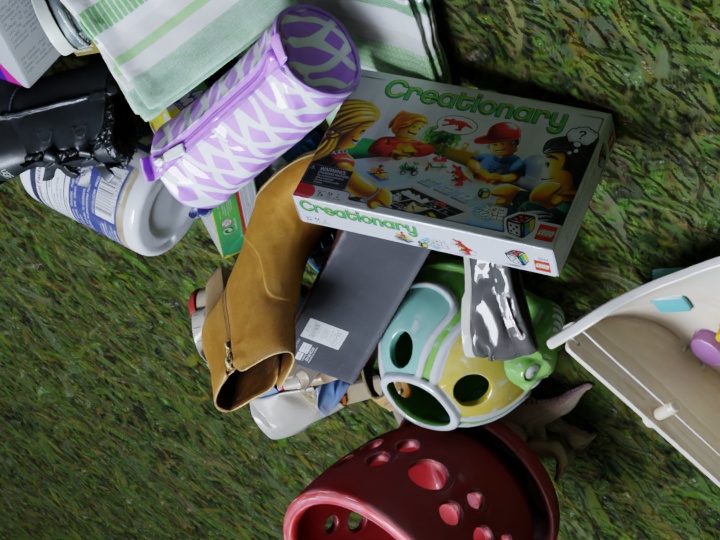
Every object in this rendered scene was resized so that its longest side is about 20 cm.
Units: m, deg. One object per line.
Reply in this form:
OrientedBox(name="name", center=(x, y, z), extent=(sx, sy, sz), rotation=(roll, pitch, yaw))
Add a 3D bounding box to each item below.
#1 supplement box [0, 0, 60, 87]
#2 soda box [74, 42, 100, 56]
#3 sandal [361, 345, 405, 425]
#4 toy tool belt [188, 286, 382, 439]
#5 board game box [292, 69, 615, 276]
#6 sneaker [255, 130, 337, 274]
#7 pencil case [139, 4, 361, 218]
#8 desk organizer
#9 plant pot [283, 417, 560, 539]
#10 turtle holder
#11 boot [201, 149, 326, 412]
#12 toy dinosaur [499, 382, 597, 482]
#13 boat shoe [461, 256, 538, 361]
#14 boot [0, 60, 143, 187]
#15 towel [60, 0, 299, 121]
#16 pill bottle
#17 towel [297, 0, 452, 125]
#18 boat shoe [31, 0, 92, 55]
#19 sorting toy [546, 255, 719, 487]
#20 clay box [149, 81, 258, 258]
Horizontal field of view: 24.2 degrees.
OrientedBox(name="supplement box", center=(-0.327, -0.272, 1.457), extent=(0.101, 0.103, 0.200), rotation=(20, 150, 32))
OrientedBox(name="soda box", center=(-0.186, -0.229, 1.383), extent=(0.200, 0.064, 0.068), rotation=(1, 135, 51))
OrientedBox(name="sandal", center=(0.029, 0.096, 1.608), extent=(0.080, 0.054, 0.200), rotation=(49, 161, 37))
OrientedBox(name="toy tool belt", center=(-0.070, 0.074, 1.685), extent=(0.122, 0.125, 0.200), rotation=(-19, 128, 24))
OrientedBox(name="board game box", center=(0.067, -0.073, 1.196), extent=(0.199, 0.127, 0.035), rotation=(13, 147, 22))
OrientedBox(name="sneaker", center=(-0.058, -0.076, 1.471), extent=(0.087, 0.075, 0.201), rotation=(12, 135, 54))
OrientedBox(name="pencil case", center=(-0.085, -0.121, 1.268), extent=(0.200, 0.085, 0.084), rotation=(-37, 61, 42))
OrientedBox(name="desk organizer", center=(0.000, 0.000, 1.411), extent=(0.071, 0.077, 0.200), rotation=(20, 136, -8))
OrientedBox(name="plant pot", center=(0.060, 0.224, 1.474), extent=(0.200, 0.182, 0.201), rotation=(28, 139, 27))
OrientedBox(name="turtle holder", center=(0.099, 0.071, 1.415), extent=(0.185, 0.132, 0.141), rotation=(21, 148, 33))
OrientedBox(name="boot", center=(-0.063, 0.013, 1.372), extent=(0.071, 0.144, 0.201), rotation=(21, 124, -30))
OrientedBox(name="toy dinosaur", center=(0.134, 0.142, 1.547), extent=(0.135, 0.086, 0.200), rotation=(43, 149, 8))
OrientedBox(name="boat shoe", center=(0.106, -0.027, 1.287), extent=(0.057, 0.067, 0.201), rotation=(1, 108, 14))
OrientedBox(name="boot", center=(-0.284, -0.170, 1.555), extent=(0.162, 0.199, 0.073), rotation=(-9, 158, 22))
OrientedBox(name="towel", center=(-0.163, -0.234, 1.259), extent=(0.200, 0.152, 0.023), rotation=(54, -165, -1))
OrientedBox(name="pill bottle", center=(-0.258, -0.101, 1.624), extent=(0.199, 0.111, 0.111), rotation=(27, 151, 24))
OrientedBox(name="towel", center=(0.012, -0.160, 1.289), extent=(0.149, 0.031, 0.200), rotation=(24, 153, 32))
OrientedBox(name="boat shoe", center=(-0.239, -0.268, 1.340), extent=(0.073, 0.062, 0.201), rotation=(44, -155, -67))
OrientedBox(name="sorting toy", center=(0.272, 0.057, 1.223), extent=(0.200, 0.107, 0.180), rotation=(42, 146, -4))
OrientedBox(name="clay box", center=(-0.146, -0.121, 1.454), extent=(0.115, 0.047, 0.200), rotation=(83, 161, -55))
